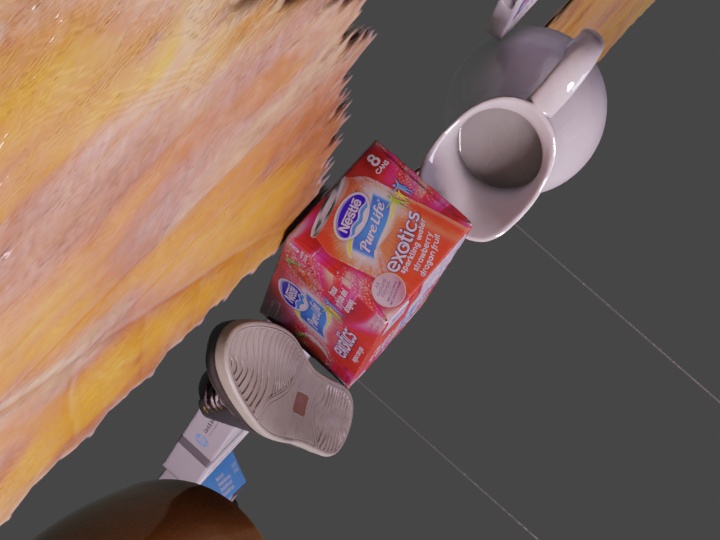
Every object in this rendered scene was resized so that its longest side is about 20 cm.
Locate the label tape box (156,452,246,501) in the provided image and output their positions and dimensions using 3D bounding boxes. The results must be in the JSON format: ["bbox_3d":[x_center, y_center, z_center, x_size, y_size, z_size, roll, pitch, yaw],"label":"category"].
[{"bbox_3d":[-0.167,0.223,1.912,0.200,0.066,0.143,-49,176,14],"label":"label tape box"}]

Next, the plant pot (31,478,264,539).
[{"bbox_3d":[-0.176,0.239,1.394,0.187,0.186,0.200,-50,160,11],"label":"plant pot"}]

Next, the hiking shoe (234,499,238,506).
[{"bbox_3d":[-0.185,0.363,2.777,0.074,0.087,0.200,-47,175,-26],"label":"hiking shoe"}]

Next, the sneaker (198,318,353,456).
[{"bbox_3d":[-0.091,0.085,1.498,0.200,0.105,0.075,47,58,-58],"label":"sneaker"}]

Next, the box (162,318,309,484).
[{"bbox_3d":[-0.085,0.088,1.753,0.156,0.041,0.200,-47,176,-38],"label":"box"}]

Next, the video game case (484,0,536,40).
[{"bbox_3d":[0.156,-0.253,1.429,0.143,0.018,0.200,-49,176,-19],"label":"video game case"}]

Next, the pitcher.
[{"bbox_3d":[0.131,-0.125,1.497,0.172,0.121,0.200,-47,-177,26],"label":"pitcher"}]

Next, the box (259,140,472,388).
[{"bbox_3d":[0.000,0.000,1.481,0.100,0.095,0.200,-48,175,-18],"label":"box"}]
